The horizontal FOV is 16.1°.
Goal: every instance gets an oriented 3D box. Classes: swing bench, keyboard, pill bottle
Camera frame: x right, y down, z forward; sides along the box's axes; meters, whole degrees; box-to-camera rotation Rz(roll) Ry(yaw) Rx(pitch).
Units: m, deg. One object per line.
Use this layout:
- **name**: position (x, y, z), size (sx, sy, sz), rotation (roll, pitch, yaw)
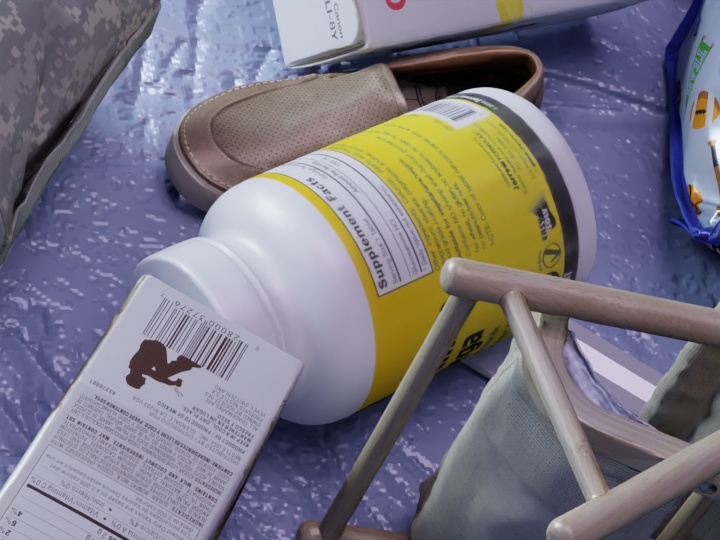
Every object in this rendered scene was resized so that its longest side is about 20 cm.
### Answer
- **swing bench**: position (0.108, 0.097, 1.040), size (0.199, 0.199, 0.130), rotation (-4, 55, -27)
- **keyboard**: position (0.138, 0.073, 1.204), size (0.199, 0.011, 0.056), rotation (31, 52, 2)
- **pill bottle**: position (0.000, 0.000, 1.128), size (0.199, 0.113, 0.113), rotation (-24, 66, -33)

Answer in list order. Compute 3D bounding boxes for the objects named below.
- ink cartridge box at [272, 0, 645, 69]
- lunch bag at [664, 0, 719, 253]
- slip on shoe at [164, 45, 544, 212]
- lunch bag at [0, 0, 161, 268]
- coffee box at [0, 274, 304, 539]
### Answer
- **ink cartridge box**: position (0.048, -0.191, 1.287), size (0.199, 0.083, 0.146), rotation (-13, 92, -32)
- **lunch bag**: position (0.247, -0.060, 1.283), size (0.169, 0.124, 0.201), rotation (15, 40, -11)
- **slip on shoe**: position (0.002, -0.072, 1.223), size (0.199, 0.061, 0.076), rotation (-4, 55, -27)
- **lunch bag**: position (-0.192, -0.098, 1.105), size (0.167, 0.140, 0.201), rotation (28, 48, 0)
- **coffee box**: position (-0.107, 0.116, 0.988), size (0.079, 0.113, 0.201), rotation (29, 48, 1)
